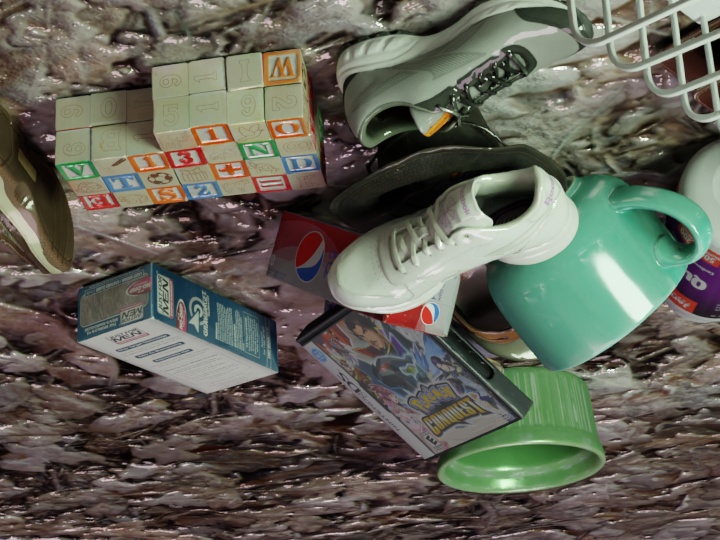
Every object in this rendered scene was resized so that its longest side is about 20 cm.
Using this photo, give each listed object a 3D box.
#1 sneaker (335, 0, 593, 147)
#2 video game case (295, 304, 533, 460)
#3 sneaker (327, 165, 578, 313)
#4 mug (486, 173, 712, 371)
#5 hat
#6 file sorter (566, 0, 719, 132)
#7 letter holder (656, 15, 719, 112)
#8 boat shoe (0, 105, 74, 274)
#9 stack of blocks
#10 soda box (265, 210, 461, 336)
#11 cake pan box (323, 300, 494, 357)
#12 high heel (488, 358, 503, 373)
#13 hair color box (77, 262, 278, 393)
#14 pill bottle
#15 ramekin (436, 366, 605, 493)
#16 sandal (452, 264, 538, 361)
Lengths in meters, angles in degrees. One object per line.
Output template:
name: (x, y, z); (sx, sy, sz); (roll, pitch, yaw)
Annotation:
sneaker: (0.077, -0.141, 1.168); (0.198, 0.080, 0.074); (-16, 152, 24)
video game case: (0.046, 0.094, 1.515); (0.181, 0.026, 0.200); (43, 151, -7)
sneaker: (0.061, -0.032, 1.218); (0.198, 0.076, 0.100); (-21, 153, 10)
mug: (0.192, -0.018, 1.350); (0.185, 0.115, 0.152); (-39, -172, 10)
hat: (0.063, -0.089, 1.273); (0.198, 0.082, 0.201); (-10, 162, -3)
file sorter: (0.235, -0.182, 1.040); (0.138, 0.126, 0.199); (-21, 151, 36)
letter holder: (0.334, -0.120, 1.220); (0.199, 0.102, 0.142); (15, 152, -39)
boat shoe: (-0.294, -0.065, 1.305); (0.074, 0.075, 0.203); (-5, 144, 10)
stack of blocks: (-0.132, -0.106, 1.242); (0.198, 0.059, 0.115); (-6, 156, 6)
soda box: (0.000, 0.000, 1.379); (0.069, 0.064, 0.199); (15, -178, -35)
cake pan box: (0.092, 0.046, 1.573); (0.198, 0.053, 0.183); (14, 169, -32)
high heel: (0.089, 0.109, 1.689); (0.141, 0.072, 0.200); (3, -175, -2)
hair color box: (-0.179, 0.061, 1.608); (0.099, 0.061, 0.199); (-18, 153, 29)
pill bottle: (0.318, -0.027, 1.415); (0.111, 0.114, 0.200); (-2, 156, -2)
ramekin: (0.185, 0.188, 1.898); (0.198, 0.099, 0.200); (-3, 156, -1)
sandal: (0.119, 0.025, 1.428); (0.082, 0.055, 0.200); (-43, 126, 5)
